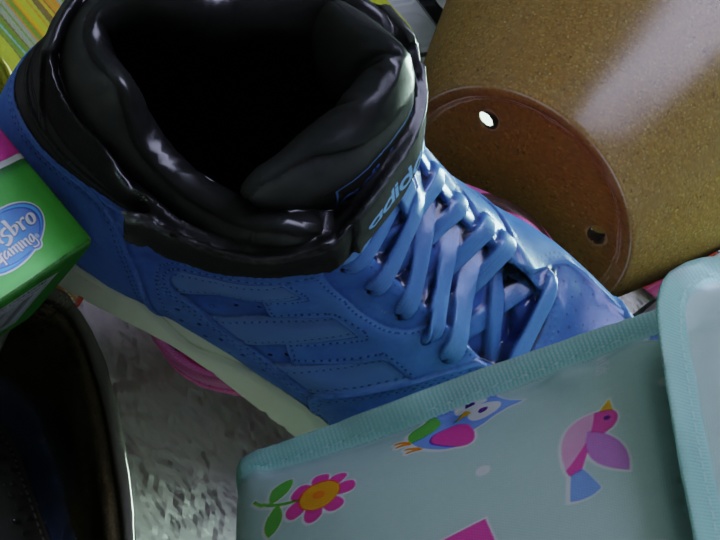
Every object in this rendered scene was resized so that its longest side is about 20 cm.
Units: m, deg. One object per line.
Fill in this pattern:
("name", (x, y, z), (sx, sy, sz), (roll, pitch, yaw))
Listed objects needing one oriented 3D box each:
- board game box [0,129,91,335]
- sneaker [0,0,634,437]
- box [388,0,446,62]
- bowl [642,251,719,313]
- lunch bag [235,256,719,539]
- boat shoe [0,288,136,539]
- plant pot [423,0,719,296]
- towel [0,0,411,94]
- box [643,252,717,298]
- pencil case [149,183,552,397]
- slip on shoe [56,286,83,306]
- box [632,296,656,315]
("board game box", (-0.178, -0.041, 0.580), (0.200, 0.040, 0.153), (50, 46, 3))
("sneaker", (0.006, -0.006, 0.638), (0.199, 0.111, 0.077), (29, 66, -6))
("box", (-0.029, -0.104, 0.989), (0.117, 0.060, 0.200), (53, 23, 9))
("bowl", (0.169, 0.089, 0.947), (0.200, 0.075, 0.201), (-22, 78, -53))
("lunch bag", (0.078, 0.092, 0.579), (0.171, 0.199, 0.122), (-94, 159, -54))
("boat shoe", (-0.081, 0.084, 0.602), (0.072, 0.060, 0.202), (32, 28, -34))
("plant pot", (0.103, -0.078, 0.961), (0.187, 0.186, 0.200), (47, 47, -3))
("towel", (-0.065, -0.087, 0.774), (0.086, 0.018, 0.200), (51, 31, 16))
("box", (0.172, -0.058, 1.233), (0.100, 0.095, 0.201), (38, 25, -22))
("pencil case", (0.000, 0.000, 0.799), (0.200, 0.090, 0.094), (21, 57, -69))
("slip on shoe", (-0.092, -0.035, 0.781), (0.200, 0.073, 0.062), (-85, 174, -72))
("box", (0.180, 0.114, 1.055), (0.200, 0.036, 0.143), (39, 25, -19))
